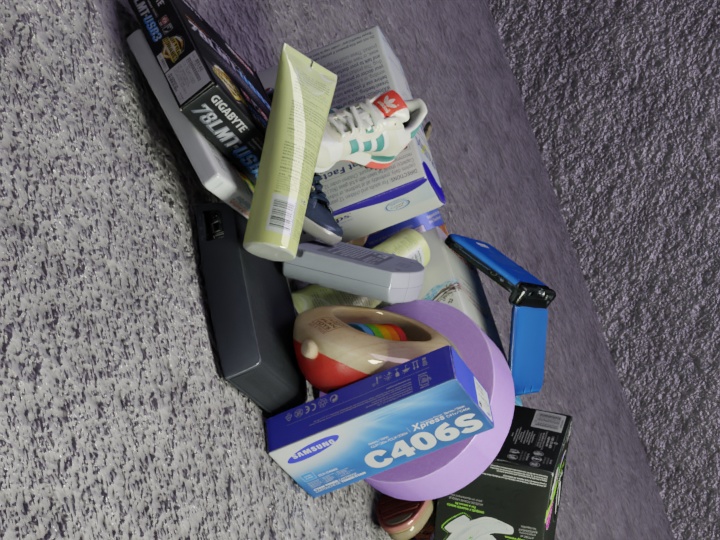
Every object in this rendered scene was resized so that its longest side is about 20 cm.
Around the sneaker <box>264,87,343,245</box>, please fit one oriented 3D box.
[{"bbox_3d":[-0.068,-0.117,1.739,0.200,0.084,0.075,51,11,22],"label":"sneaker"}]

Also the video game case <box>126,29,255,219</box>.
[{"bbox_3d":[-0.149,-0.132,1.637,0.201,0.023,0.182,60,10,28],"label":"video game case"}]

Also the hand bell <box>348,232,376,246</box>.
[{"bbox_3d":[-0.026,-0.021,1.901,0.104,0.103,0.201,57,31,-31],"label":"hand bell"}]

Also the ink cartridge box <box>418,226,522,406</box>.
[{"bbox_3d":[0.081,0.082,1.947,0.147,0.145,0.201,41,29,-58],"label":"ink cartridge box"}]

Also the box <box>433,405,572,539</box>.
[{"bbox_3d":[0.154,0.267,1.787,0.149,0.123,0.202,-52,150,-65],"label":"box"}]

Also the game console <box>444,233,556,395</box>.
[{"bbox_3d":[0.164,0.053,1.958,0.170,0.119,0.200,36,7,15],"label":"game console"}]

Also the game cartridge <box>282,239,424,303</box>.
[{"bbox_3d":[0.000,0.000,1.705,0.200,0.132,0.041,-22,122,-80],"label":"game cartridge"}]

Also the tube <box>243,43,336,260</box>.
[{"bbox_3d":[-0.067,-0.111,1.557,0.058,0.051,0.202,86,15,-75],"label":"tube"}]

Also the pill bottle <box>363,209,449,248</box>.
[{"bbox_3d":[0.034,-0.099,2.114,0.201,0.111,0.112,67,15,-3],"label":"pill bottle"}]

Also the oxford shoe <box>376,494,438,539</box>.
[{"bbox_3d":[0.068,0.266,1.789,0.200,0.070,0.075,-44,115,-73],"label":"oxford shoe"}]

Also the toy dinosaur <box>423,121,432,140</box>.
[{"bbox_3d":[0.032,-0.124,2.031,0.199,0.047,0.089,-22,84,-31],"label":"toy dinosaur"}]

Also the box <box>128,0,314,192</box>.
[{"bbox_3d":[-0.142,-0.183,1.638,0.200,0.050,0.199,45,14,-48],"label":"box"}]

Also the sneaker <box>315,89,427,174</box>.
[{"bbox_3d":[-0.005,-0.154,1.670,0.199,0.093,0.071,-4,57,-54],"label":"sneaker"}]

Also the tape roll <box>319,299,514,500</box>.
[{"bbox_3d":[0.058,0.135,1.692,0.066,0.199,0.201,43,28,-54],"label":"tape roll"}]

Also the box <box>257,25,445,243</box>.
[{"bbox_3d":[-0.024,-0.144,1.842,0.105,0.183,0.201,47,25,-67],"label":"box"}]

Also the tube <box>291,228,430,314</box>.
[{"bbox_3d":[0.000,0.016,1.827,0.200,0.058,0.052,-37,147,-41],"label":"tube"}]

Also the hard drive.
[{"bbox_3d":[-0.104,0.037,1.581,0.135,0.042,0.201,46,26,-53],"label":"hard drive"}]

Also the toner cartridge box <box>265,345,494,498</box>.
[{"bbox_3d":[0.018,0.146,1.541,0.095,0.199,0.043,51,22,-43],"label":"toner cartridge box"}]

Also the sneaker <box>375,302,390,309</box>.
[{"bbox_3d":[0.011,0.108,1.843,0.082,0.074,0.201,60,27,-44],"label":"sneaker"}]

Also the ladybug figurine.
[{"bbox_3d":[0.007,0.086,1.597,0.199,0.072,0.135,5,18,-47],"label":"ladybug figurine"}]
